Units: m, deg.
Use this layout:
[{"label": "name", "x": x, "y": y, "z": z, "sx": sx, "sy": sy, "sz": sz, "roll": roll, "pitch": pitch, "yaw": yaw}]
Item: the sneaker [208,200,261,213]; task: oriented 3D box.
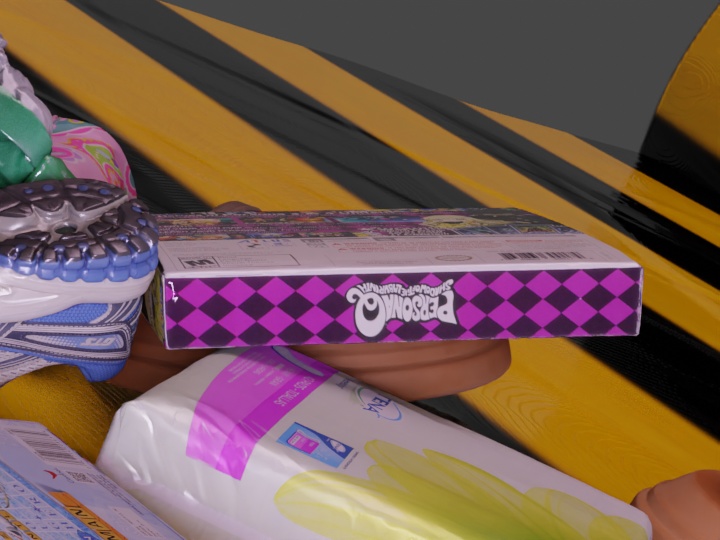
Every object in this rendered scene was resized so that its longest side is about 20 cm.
[{"label": "sneaker", "x": -0.041, "y": 0.008, "z": 1.208, "sx": 0.075, "sy": 0.071, "sz": 0.200, "roll": 26, "pitch": 11, "yaw": 16}]

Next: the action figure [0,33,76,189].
[{"label": "action figure", "x": -0.182, "y": -0.086, "z": 0.917, "sx": 0.200, "sy": 0.118, "sz": 0.055, "roll": 48, "pitch": 41, "yaw": 8}]

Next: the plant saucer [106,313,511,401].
[{"label": "plant saucer", "x": -0.029, "y": 0.026, "z": 1.040, "sx": 0.199, "sy": 0.038, "sz": 0.200, "roll": 1, "pitch": 10, "yaw": 0}]

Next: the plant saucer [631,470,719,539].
[{"label": "plant saucer", "x": 0.226, "y": 0.149, "z": 1.083, "sx": 0.199, "sy": 0.038, "sz": 0.200, "roll": 23, "pitch": 9, "yaw": -4}]

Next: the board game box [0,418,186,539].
[{"label": "board game box", "x": -0.125, "y": 0.095, "z": 0.656, "sx": 0.199, "sy": 0.041, "sz": 0.200, "roll": 12, "pitch": 14, "yaw": -45}]

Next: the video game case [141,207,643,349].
[{"label": "video game case", "x": 0.000, "y": 0.000, "z": 0.969, "sx": 0.199, "sy": 0.036, "sz": 0.181, "roll": -1, "pitch": 10, "yaw": -13}]

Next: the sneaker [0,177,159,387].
[{"label": "sneaker", "x": -0.176, "y": 0.023, "z": 0.854, "sx": 0.199, "sy": 0.085, "sz": 0.077, "roll": -3, "pitch": 32, "yaw": -15}]

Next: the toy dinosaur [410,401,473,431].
[{"label": "toy dinosaur", "x": 0.042, "y": 0.091, "z": 1.035, "sx": 0.200, "sy": 0.048, "sz": 0.088, "roll": 30, "pitch": 6, "yaw": 21}]

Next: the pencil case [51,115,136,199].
[{"label": "pencil case", "x": -0.157, "y": -0.022, "z": 1.065, "sx": 0.087, "sy": 0.088, "sz": 0.200, "roll": 22, "pitch": 13, "yaw": -3}]

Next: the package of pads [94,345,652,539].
[{"label": "package of pads", "x": 0.010, "y": 0.099, "z": 0.853, "sx": 0.199, "sy": 0.068, "sz": 0.154, "roll": 24, "pitch": 12, "yaw": 9}]
